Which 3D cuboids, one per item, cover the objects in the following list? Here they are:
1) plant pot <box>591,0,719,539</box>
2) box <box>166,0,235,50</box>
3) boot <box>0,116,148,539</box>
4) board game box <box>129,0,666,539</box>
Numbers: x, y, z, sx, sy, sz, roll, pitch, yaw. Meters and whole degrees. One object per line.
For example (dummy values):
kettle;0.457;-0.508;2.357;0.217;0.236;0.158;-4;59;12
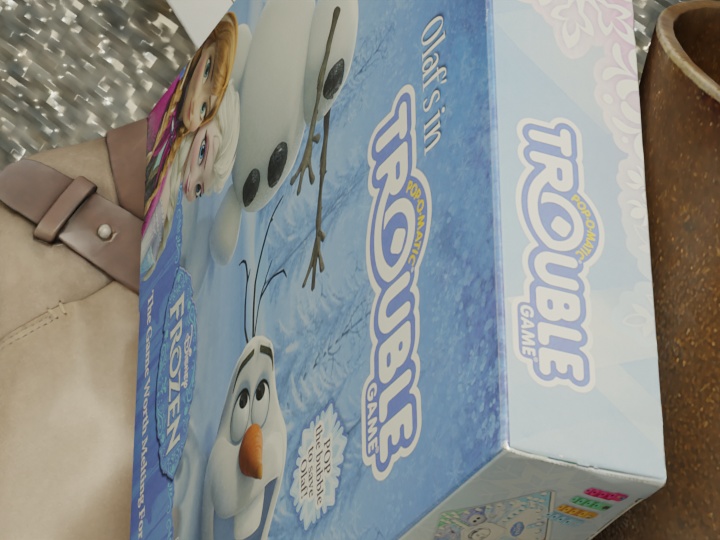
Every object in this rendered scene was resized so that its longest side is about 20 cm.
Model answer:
plant pot;0.119;0.067;0.681;0.187;0.187;0.201;28;109;21
box;0.020;-0.144;0.864;0.200;0.041;0.156;-35;71;9
boot;-0.060;0.050;0.831;0.146;0.070;0.200;-34;68;-4
board game box;0.000;0.000;0.706;0.199;0.043;0.201;-46;37;49
